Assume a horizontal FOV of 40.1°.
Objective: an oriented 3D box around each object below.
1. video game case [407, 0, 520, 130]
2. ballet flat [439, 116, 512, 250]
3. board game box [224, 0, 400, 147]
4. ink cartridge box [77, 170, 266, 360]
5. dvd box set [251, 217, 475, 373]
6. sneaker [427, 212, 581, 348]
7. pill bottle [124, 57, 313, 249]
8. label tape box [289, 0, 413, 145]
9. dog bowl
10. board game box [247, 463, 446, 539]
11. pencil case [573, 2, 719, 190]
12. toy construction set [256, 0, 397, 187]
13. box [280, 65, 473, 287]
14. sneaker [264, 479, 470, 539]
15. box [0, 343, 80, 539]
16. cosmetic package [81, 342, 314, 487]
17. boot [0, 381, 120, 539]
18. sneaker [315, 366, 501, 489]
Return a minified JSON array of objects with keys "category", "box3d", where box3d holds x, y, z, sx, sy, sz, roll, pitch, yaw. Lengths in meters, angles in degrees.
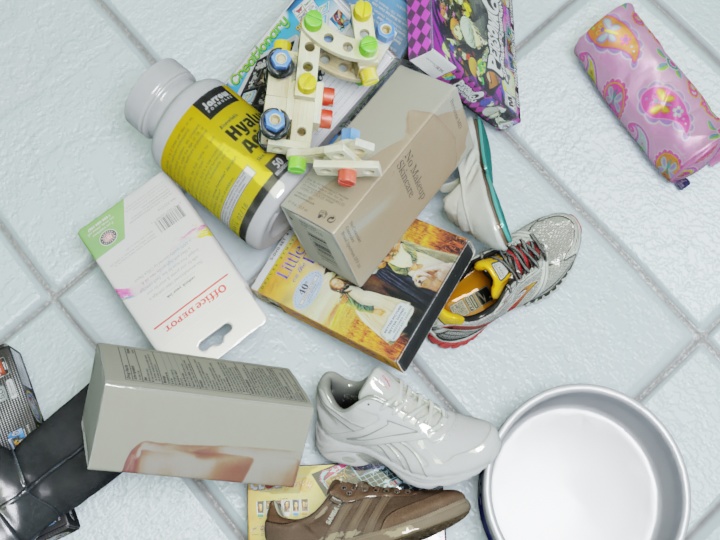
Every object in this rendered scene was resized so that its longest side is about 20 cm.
[{"category":"video game case","box3d":[0.111,-0.278,1.060,0.035,0.180,0.204,-15,64,35]},{"category":"ballet flat","box3d":[0.113,-0.085,1.034,0.068,0.070,0.202,-4,43,0]},{"category":"board game box","box3d":[-0.067,-0.196,1.058,0.126,0.035,0.200,46,108,7]},{"category":"ink cartridge box","box3d":[-0.190,0.013,1.032,0.116,0.067,0.201,-35,76,-8]},{"category":"dvd box set","box3d":[0.000,0.000,1.014,0.198,0.029,0.148,25,73,32]},{"category":"sneaker","box3d":[0.153,0.008,1.023,0.199,0.082,0.078,-37,76,-10]},{"category":"pill bottle","box3d":[-0.144,-0.124,1.015,0.199,0.111,0.112,39,77,8]},{"category":"label tape box","box3d":[-0.027,-0.229,1.093,0.143,0.063,0.202,36,106,11]},{"category":"dog bowl","box3d":[0.213,0.218,0.962,0.195,0.079,0.205,0,73,1]},{"category":"board game box","box3d":[-0.013,0.261,0.975,0.195,0.035,0.139,-2,74,0]},{"category":"pencil case","box3d":[0.320,-0.193,1.082,0.087,0.088,0.202,-32,77,-9]},{"category":"toy construction set","box3d":[-0.030,-0.164,0.945,0.128,0.093,0.204,7,60,-8]},{"category":"box","box3d":[0.021,-0.096,0.987,0.077,0.095,0.201,27,70,34]},{"category":"sneaker","box3d":[0.004,0.227,0.931,0.196,0.071,0.077,-16,68,-5]},{"category":"box","box3d":[-0.391,0.199,0.992,0.158,0.044,0.203,-23,75,-7]},{"category":"cosmetic package","box3d":[-0.155,0.137,0.930,0.196,0.103,0.089,11,104,-21]},{"category":"boot","box3d":[-0.304,0.151,0.954,0.199,0.065,0.166,-38,94,-32]},{"category":"sneaker","box3d":[0.037,0.142,0.941,0.196,0.101,0.078,3,33,24]}]
